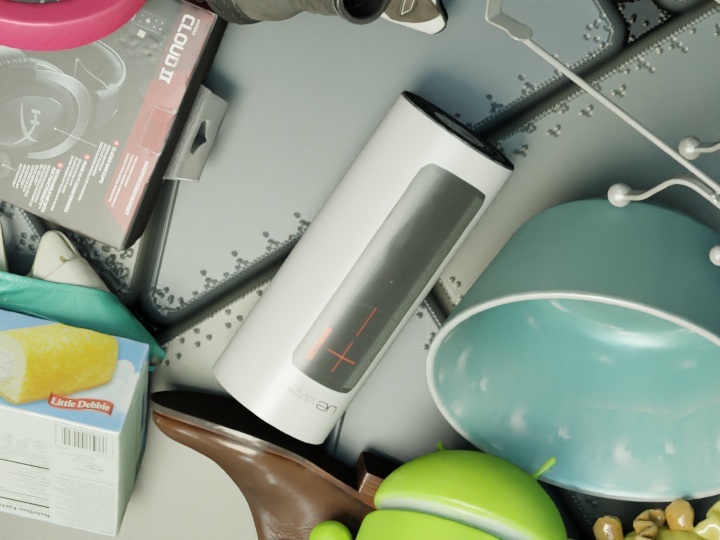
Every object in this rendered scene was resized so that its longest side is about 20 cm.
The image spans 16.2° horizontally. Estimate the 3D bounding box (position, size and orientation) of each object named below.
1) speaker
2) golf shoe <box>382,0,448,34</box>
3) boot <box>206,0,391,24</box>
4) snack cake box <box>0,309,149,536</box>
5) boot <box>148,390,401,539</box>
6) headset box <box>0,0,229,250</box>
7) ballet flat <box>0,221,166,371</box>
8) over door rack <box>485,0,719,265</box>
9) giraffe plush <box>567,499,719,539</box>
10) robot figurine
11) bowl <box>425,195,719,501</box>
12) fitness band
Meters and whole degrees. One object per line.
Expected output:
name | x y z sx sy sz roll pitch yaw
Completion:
speaker | 0.000 0.000 1.454 0.081 0.081 0.200 35 99 -1
golf shoe | 0.066 -0.224 1.422 0.094 0.078 0.200 37 110 -5
boot | -0.010 -0.227 1.380 0.070 0.132 0.200 13 83 -41
snack cake box | -0.226 0.078 1.461 0.200 0.067 0.115 13 144 3
boot | -0.070 0.187 1.497 0.186 0.064 0.200 23 103 -1
headset box | -0.176 -0.112 1.452 0.200 0.077 0.149 22 99 0
ballet flat | -0.206 0.005 1.480 0.200 0.067 0.070 13 85 1
over door rack | 0.175 -0.103 1.386 0.200 0.148 0.067 48 139 12
giraffe plush | 0.175 0.220 1.441 0.172 0.200 0.162 -8 70 -9
robot figurine | 0.045 0.189 1.402 0.175 0.116 0.200 8 66 31
bowl | 0.144 0.032 1.407 0.201 0.201 0.105 15 57 2
fitness band | -0.167 -0.209 1.405 0.144 0.037 0.200 25 60 -1
